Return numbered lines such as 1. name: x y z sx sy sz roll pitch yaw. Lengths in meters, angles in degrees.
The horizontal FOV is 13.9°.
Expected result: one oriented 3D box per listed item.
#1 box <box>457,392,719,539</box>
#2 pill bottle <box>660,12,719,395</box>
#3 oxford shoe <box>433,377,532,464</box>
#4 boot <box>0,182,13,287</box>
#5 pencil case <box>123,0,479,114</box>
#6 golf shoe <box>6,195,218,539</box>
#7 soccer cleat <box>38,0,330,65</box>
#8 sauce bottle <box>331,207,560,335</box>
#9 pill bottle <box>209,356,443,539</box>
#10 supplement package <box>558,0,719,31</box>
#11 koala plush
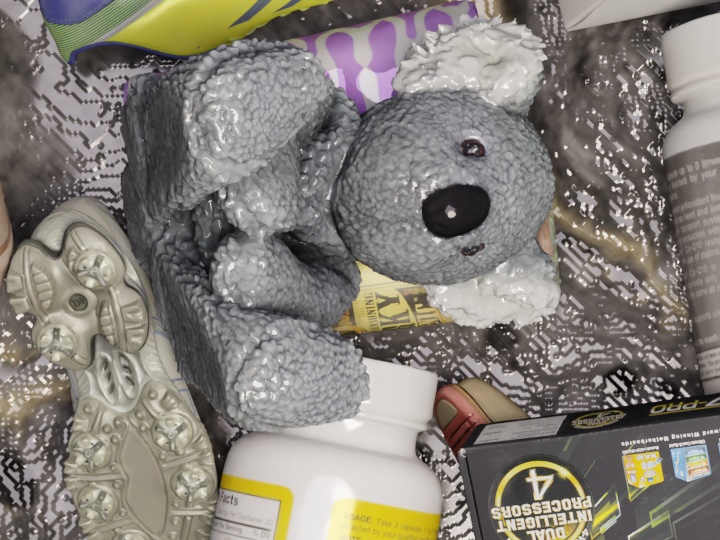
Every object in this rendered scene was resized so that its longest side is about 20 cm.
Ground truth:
1. box: 0.158 0.141 1.385 0.199 0.049 0.162 -8 102 16
2. pill bottle: 0.210 -0.026 1.438 0.113 0.114 0.201 -10 86 3
3. oxford shoe: 0.122 0.117 1.465 0.200 0.070 0.075 44 71 1
4. boot: -0.216 -0.054 1.479 0.070 0.200 0.147 -1 121 -15
5. pencil case: -0.020 -0.076 1.476 0.199 0.084 0.086 -11 109 4
6. golf shoe: -0.114 0.055 1.474 0.078 0.097 0.201 -9 113 8
7. soccer cleat: -0.065 -0.146 1.501 0.199 0.065 0.084 -5 115 -1
8. sauce bottle: 0.000 0.000 1.476 0.199 0.065 0.065 -7 85 5
9. pill bottle: -0.020 0.141 1.441 0.111 0.111 0.201 11 87 5
10. supplement package: 0.147 -0.234 1.442 0.121 0.120 0.201 -11 85 -14
11. koala plush: 0.001 -0.036 1.380 0.199 0.184 0.178 -12 102 -17
